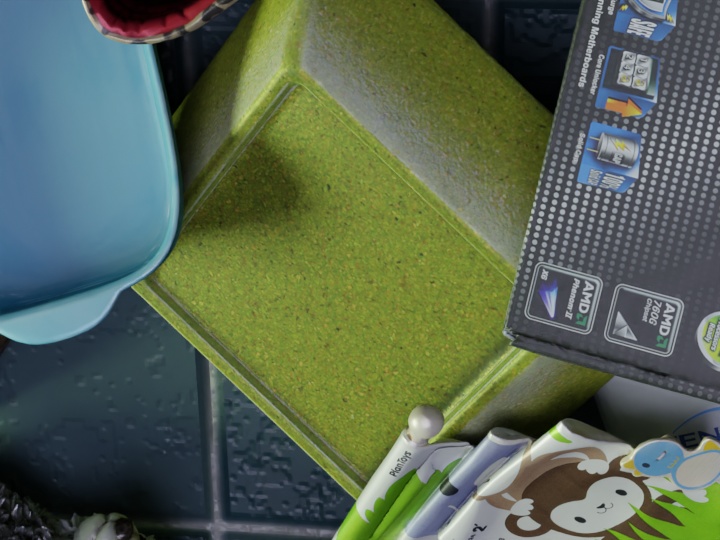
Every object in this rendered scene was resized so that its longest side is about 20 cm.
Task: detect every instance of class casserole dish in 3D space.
[{"bbox_3d":[-0.130,-0.070,0.807,0.120,0.039,0.201,-16,82,14],"label":"casserole dish"}]

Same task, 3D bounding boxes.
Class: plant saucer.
[{"bbox_3d":[0.000,0.000,0.807,0.200,0.048,0.200,43,130,2],"label":"plant saucer"}]

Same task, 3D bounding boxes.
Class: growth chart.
[{"bbox_3d":[0.092,0.105,0.815,0.199,0.018,0.145,15,138,-7],"label":"growth chart"}]

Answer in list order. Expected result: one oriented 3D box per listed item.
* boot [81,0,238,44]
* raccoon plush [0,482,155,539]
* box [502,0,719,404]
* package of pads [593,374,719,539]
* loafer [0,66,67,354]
[{"bbox_3d":[-0.022,-0.168,0.727,0.073,0.151,0.200,41,114,-8],"label":"boot"},{"bbox_3d":[-0.162,0.157,0.951,0.134,0.097,0.200,28,145,-16],"label":"raccoon plush"},{"bbox_3d":[0.163,-0.047,0.687,0.192,0.047,0.201,17,102,14],"label":"box"},{"bbox_3d":[0.186,0.023,0.813,0.199,0.068,0.155,-15,109,17],"label":"package of pads"},{"bbox_3d":[-0.164,0.003,0.870,0.073,0.071,0.201,27,113,-1],"label":"loafer"}]
